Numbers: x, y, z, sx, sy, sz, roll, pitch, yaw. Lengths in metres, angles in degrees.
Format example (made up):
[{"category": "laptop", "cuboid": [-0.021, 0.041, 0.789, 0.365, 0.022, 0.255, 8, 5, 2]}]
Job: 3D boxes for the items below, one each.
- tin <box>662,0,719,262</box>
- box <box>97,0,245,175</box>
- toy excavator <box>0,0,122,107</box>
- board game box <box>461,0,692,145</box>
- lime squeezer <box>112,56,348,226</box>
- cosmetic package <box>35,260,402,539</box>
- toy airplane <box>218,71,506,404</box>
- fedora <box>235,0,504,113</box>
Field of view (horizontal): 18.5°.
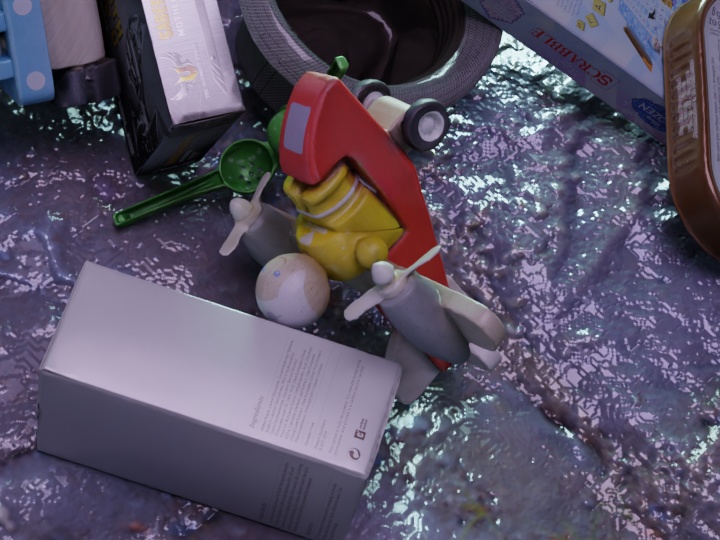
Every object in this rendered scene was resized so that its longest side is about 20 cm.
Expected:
[{"category": "tin", "cuboid": [0.257, -0.099, 1.491, 0.112, 0.042, 0.201, 12, 65, -27]}, {"category": "box", "cuboid": [-0.132, -0.173, 1.390, 0.048, 0.158, 0.201, -13, 86, -15]}, {"category": "toy excavator", "cuboid": [-0.250, -0.138, 1.369, 0.199, 0.100, 0.194, -14, 22, -16]}, {"category": "board game box", "cuboid": [0.178, -0.215, 1.531, 0.199, 0.041, 0.201, 33, 55, -20]}, {"category": "lime squeezer", "cuboid": [-0.067, -0.082, 1.405, 0.070, 0.200, 0.038, 22, 45, -47]}, {"category": "cosmetic package", "cuboid": [-0.087, 0.082, 1.314, 0.199, 0.108, 0.085, 20, 58, 0]}, {"category": "toy airplane", "cuboid": [0.000, 0.000, 1.333, 0.141, 0.200, 0.199, -31, 76, -24]}, {"category": "fedora", "cuboid": [-0.008, -0.162, 1.472, 0.177, 0.090, 0.200, 47, 49, 1]}]
